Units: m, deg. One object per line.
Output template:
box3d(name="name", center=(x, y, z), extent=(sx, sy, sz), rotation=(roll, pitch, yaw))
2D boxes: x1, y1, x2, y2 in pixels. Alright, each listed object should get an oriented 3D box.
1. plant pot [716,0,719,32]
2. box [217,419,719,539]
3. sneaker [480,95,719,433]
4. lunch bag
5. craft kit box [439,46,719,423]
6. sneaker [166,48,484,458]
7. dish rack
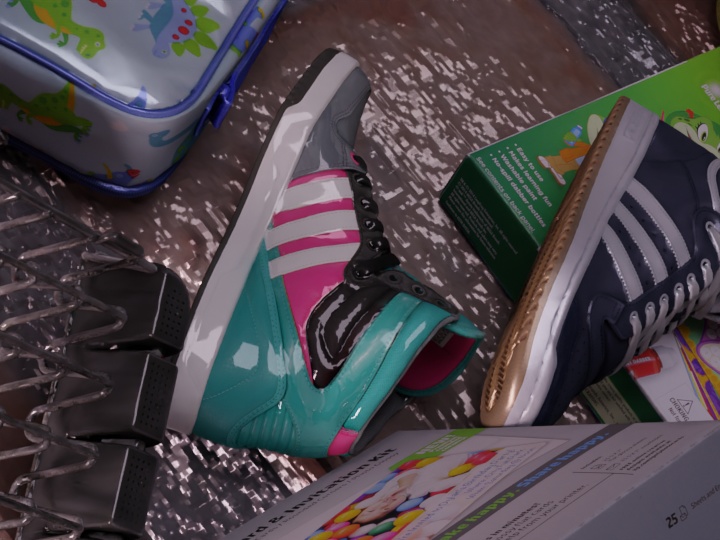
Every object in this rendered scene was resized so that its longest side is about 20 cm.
box3d(name="plant pot", center=(0.287, -0.168, 0.940), extent=(0.200, 0.184, 0.201), rotation=(10, 62, -19))
box3d(name="box", center=(0.023, 0.107, 0.660), extent=(0.156, 0.200, 0.041), rotation=(-28, 99, -33))
box3d(name="sneaker", center=(0.130, 0.013, 0.787), extent=(0.108, 0.070, 0.200), rotation=(28, 50, 0))
box3d(name="lunch bag", center=(-0.115, -0.138, 0.833), extent=(0.160, 0.083, 0.200), rotation=(28, 53, -1))
box3d(name="craft kit box", center=(0.172, -0.002, 0.884), extent=(0.197, 0.049, 0.200), rotation=(-24, 70, -35))
box3d(name="sneaker", center=(0.000, 0.000, 0.785), extent=(0.120, 0.084, 0.200), rotation=(22, 61, -1))
box3d(name="dish rack", center=(-0.144, 0.037, 0.632), extent=(0.200, 0.054, 0.154), rotation=(32, 60, -47))
